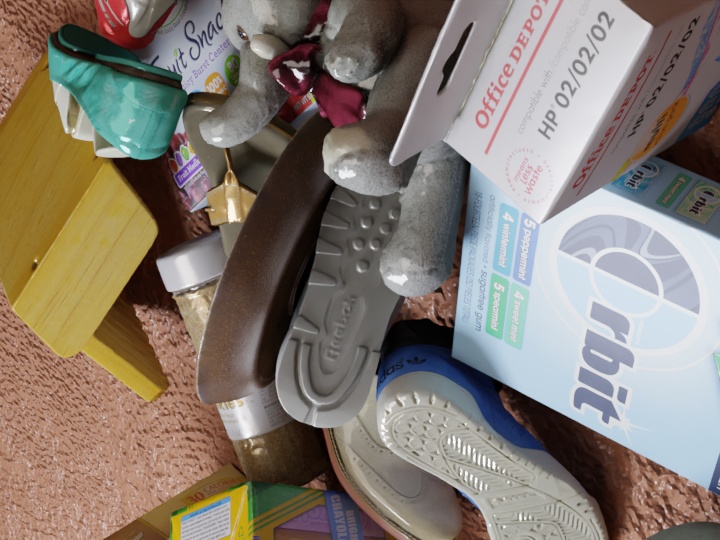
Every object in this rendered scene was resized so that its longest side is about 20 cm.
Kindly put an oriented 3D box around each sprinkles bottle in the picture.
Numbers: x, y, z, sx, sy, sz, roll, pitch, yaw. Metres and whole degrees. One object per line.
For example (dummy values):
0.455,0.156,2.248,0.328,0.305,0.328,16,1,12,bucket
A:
-0.088,0.070,0.992,0.068,0.068,0.202,-13,102,48,sprinkles bottle

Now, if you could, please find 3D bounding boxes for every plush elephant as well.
-0.016,-0.111,0.685,0.153,0.165,0.202,13,78,18,plush elephant

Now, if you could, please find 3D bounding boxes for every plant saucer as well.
-0.044,-0.003,0.824,0.032,0.201,0.202,22,129,9,plant saucer

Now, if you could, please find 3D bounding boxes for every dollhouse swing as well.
-0.194,-0.031,1.021,0.182,0.175,0.200,-54,37,12,dollhouse swing

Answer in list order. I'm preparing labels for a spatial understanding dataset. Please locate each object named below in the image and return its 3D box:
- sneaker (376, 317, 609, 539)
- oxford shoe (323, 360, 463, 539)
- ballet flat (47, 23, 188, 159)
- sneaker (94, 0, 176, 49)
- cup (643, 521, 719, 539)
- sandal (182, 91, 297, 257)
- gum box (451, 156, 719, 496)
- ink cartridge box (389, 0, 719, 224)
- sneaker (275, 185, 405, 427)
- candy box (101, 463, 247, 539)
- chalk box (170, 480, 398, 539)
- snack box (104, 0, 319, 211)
0.085,0.108,0.840,0.200,0.112,0.077,40,114,-23,sneaker
0.015,0.102,0.902,0.201,0.071,0.074,56,136,7,oxford shoe
-0.170,-0.114,0.854,0.200,0.067,0.071,34,107,59,ballet flat
-0.170,-0.226,0.865,0.085,0.076,0.201,-57,39,39,sneaker
0.202,0.223,0.707,0.144,0.198,0.202,-122,31,-51,cup
-0.075,-0.043,0.872,0.079,0.054,0.201,9,147,8,sandal
0.147,0.020,0.701,0.199,0.045,0.171,27,138,24,gum box
0.113,-0.099,0.594,0.068,0.199,0.116,43,136,20,ink cartridge box
0.000,0.000,0.814,0.076,0.201,0.080,28,176,-2,sneaker
-0.143,0.249,1.044,0.115,0.199,0.056,37,134,26,candy box
-0.026,0.234,0.949,0.124,0.198,0.125,-30,55,47,chalk box
-0.089,-0.146,0.889,0.200,0.053,0.143,-33,84,49,snack box
